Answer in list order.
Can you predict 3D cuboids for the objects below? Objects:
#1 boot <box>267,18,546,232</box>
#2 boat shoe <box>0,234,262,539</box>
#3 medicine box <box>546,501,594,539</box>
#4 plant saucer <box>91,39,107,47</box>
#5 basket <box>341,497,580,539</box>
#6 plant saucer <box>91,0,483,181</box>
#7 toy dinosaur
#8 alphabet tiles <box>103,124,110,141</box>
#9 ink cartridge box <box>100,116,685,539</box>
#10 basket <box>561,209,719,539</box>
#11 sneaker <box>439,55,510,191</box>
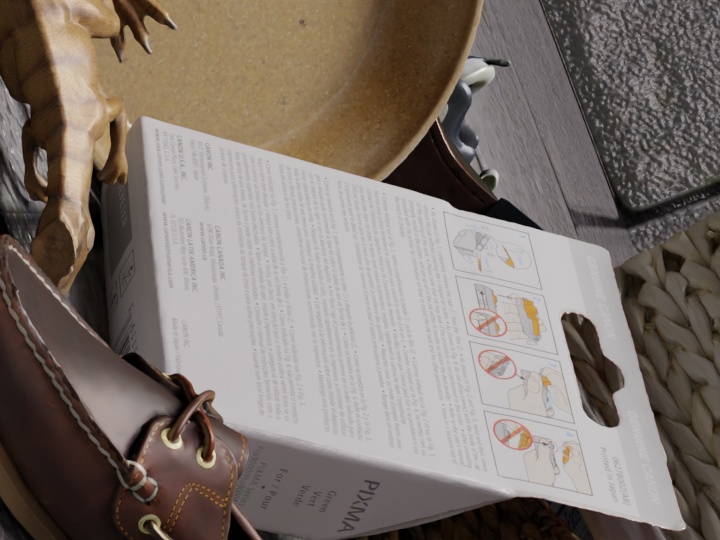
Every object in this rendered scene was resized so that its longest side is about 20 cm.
[{"bbox_3d":[0.010,-0.036,1.214,0.200,0.075,0.097,51,-8,7],"label":"boot"},{"bbox_3d":[-0.065,0.065,0.883,0.071,0.070,0.201,-94,160,-55],"label":"boat shoe"},{"bbox_3d":[0.080,0.185,1.229,0.182,0.102,0.201,-36,108,-72],"label":"medicine box"},{"bbox_3d":[-0.113,-0.168,1.161,0.200,0.031,0.201,-21,90,-80],"label":"plant saucer"},{"bbox_3d":[0.050,0.193,1.021,0.200,0.142,0.149,-92,158,-60],"label":"basket"},{"bbox_3d":[-0.040,-0.113,1.112,0.035,0.200,0.201,29,-27,50],"label":"plant saucer"},{"bbox_3d":[-0.109,-0.091,0.985,0.106,0.060,0.201,19,51,-75],"label":"toy dinosaur"},{"bbox_3d":[-0.126,-0.147,1.153,0.167,0.008,0.201,-34,103,-80],"label":"alphabet tiles"},{"bbox_3d":[0.007,0.032,1.047,0.199,0.050,0.161,16,37,-21],"label":"ink cartridge box"},{"bbox_3d":[0.156,0.089,1.101,0.136,0.123,0.200,53,8,-42],"label":"basket"},{"bbox_3d":[0.002,-0.104,1.390,0.079,0.129,0.200,-46,115,-80],"label":"sneaker"}]
